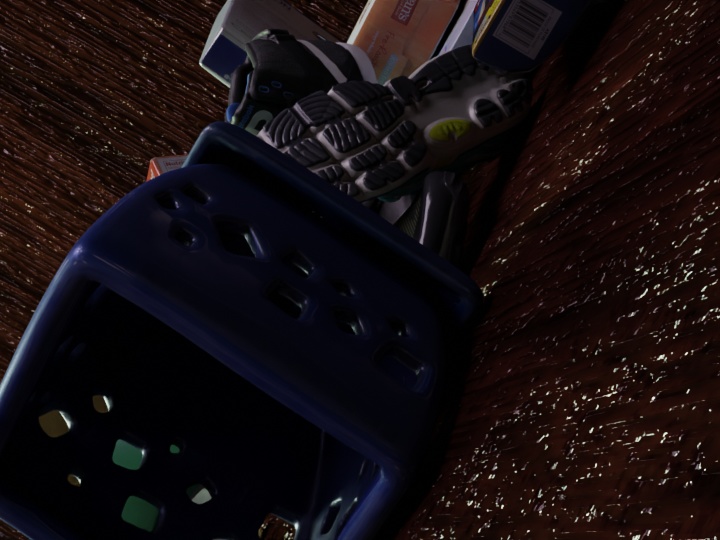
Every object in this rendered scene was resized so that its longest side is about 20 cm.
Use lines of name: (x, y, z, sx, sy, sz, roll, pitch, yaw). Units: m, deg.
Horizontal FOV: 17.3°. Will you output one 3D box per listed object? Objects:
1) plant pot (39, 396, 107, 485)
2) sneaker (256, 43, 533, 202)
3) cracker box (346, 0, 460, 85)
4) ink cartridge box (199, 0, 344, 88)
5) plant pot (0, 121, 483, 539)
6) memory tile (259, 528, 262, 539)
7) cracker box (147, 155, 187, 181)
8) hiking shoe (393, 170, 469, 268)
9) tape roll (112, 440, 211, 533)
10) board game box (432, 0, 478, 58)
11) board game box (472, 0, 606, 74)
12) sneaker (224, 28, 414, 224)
plant pot: (-0.127, 0.102, 1.764, 0.134, 0.200, 0.201, 10, -66, -57)
sneaker: (0.018, -0.067, 1.416, 0.199, 0.078, 0.080, -19, -30, -27)
cracker box: (0.031, -0.181, 1.691, 0.135, 0.057, 0.200, -61, 4, 28)
ink cartridge box: (-0.028, -0.138, 1.826, 0.041, 0.199, 0.200, -52, 8, 16)
plant pot: (-0.061, 0.054, 1.224, 0.200, 0.199, 0.180, -57, 1, 41)
memory tile: (-0.101, 0.239, 1.555, 0.154, 0.017, 0.200, -61, 6, 1)
cracker box: (-0.092, 0.039, 1.548, 0.135, 0.057, 0.201, 106, 148, -42)
hiking shoe: (-0.011, 0.020, 1.384, 0.201, 0.100, 0.076, -60, 6, 14)
tape roll: (-0.119, 0.189, 1.354, 0.200, 0.048, 0.202, 9, -90, -76)
board game box: (0.101, -0.195, 1.607, 0.201, 0.041, 0.200, -61, 4, 13)
board game box: (0.140, -0.217, 1.408, 0.201, 0.061, 0.200, -60, 5, 16)
sneaker: (-0.027, -0.073, 1.522, 0.073, 0.111, 0.201, -59, 41, 33)
